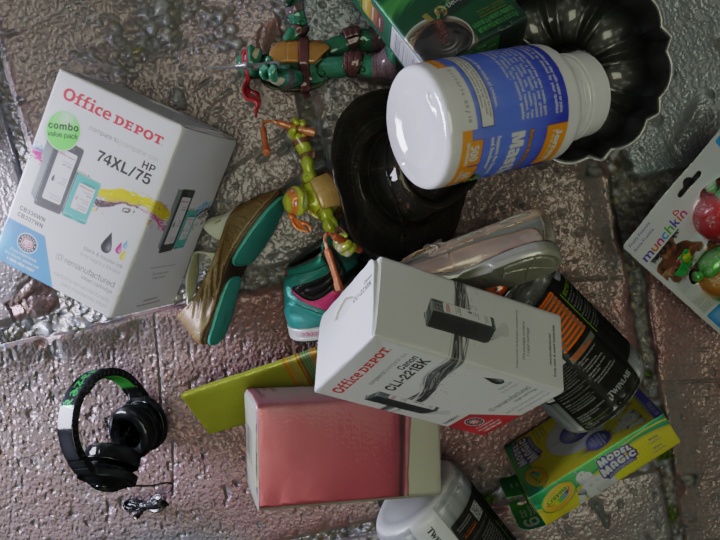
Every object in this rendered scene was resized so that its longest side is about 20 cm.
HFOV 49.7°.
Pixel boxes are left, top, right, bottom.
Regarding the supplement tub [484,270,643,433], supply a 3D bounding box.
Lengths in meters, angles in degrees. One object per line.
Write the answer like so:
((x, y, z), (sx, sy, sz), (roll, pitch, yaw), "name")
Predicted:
((0.205, 0.072, 0.863), (0.200, 0.123, 0.123), (44, 97, -6), "supplement tub")

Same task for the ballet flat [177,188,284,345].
((-0.156, -0.013, 0.885), (0.072, 0.068, 0.202), (29, 103, 15), "ballet flat")

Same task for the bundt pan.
((0.226, -0.217, 0.836), (0.199, 0.076, 0.205), (0, 100, 1), "bundt pan")

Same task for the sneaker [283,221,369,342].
((0.000, 0.000, 0.872), (0.198, 0.084, 0.122), (-13, 108, 7), "sneaker")

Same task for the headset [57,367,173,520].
((-0.283, 0.207, 0.898), (0.093, 0.124, 0.201), (-11, 120, 26), "headset")

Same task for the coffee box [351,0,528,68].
((0.060, -0.284, 0.780), (0.122, 0.044, 0.201), (-28, 68, -11), "coffee box")

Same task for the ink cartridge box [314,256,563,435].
((0.071, 0.079, 0.747), (0.198, 0.144, 0.085), (18, 56, -17), "ink cartridge box")

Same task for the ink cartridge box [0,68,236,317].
((-0.249, -0.080, 0.813), (0.145, 0.146, 0.202), (25, 99, 9), "ink cartridge box")

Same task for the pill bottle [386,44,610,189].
((0.134, -0.149, 0.727), (0.198, 0.112, 0.114), (-15, 101, -24), "pill bottle")

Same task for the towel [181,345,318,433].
((-0.101, 0.134, 0.906), (0.198, 0.018, 0.087), (-19, 133, 3), "towel")

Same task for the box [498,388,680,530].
((0.247, 0.207, 0.889), (0.199, 0.117, 0.049), (-36, 105, 6), "box")

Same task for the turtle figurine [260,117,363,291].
((-0.020, -0.077, 0.830), (0.160, 0.064, 0.202), (-16, 72, -31), "turtle figurine")

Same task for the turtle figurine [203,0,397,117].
((-0.061, -0.236, 0.825), (0.197, 0.101, 0.151), (-3, 61, -2), "turtle figurine")

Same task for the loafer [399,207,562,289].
((0.103, -0.009, 0.794), (0.198, 0.072, 0.064), (-15, 60, 17), "loafer")

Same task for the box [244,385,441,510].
((-0.023, 0.185, 0.850), (0.197, 0.128, 0.111), (-1, 89, -14), "box")

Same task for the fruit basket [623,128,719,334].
((0.411, -0.040, 0.846), (0.199, 0.094, 0.186), (36, 98, -26), "fruit basket")

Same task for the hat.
((0.066, -0.101, 0.799), (0.080, 0.200, 0.203), (-7, 104, 46), "hat")

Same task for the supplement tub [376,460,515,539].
((0.120, 0.334, 0.901), (0.122, 0.123, 0.201), (-38, 97, 6), "supplement tub")
